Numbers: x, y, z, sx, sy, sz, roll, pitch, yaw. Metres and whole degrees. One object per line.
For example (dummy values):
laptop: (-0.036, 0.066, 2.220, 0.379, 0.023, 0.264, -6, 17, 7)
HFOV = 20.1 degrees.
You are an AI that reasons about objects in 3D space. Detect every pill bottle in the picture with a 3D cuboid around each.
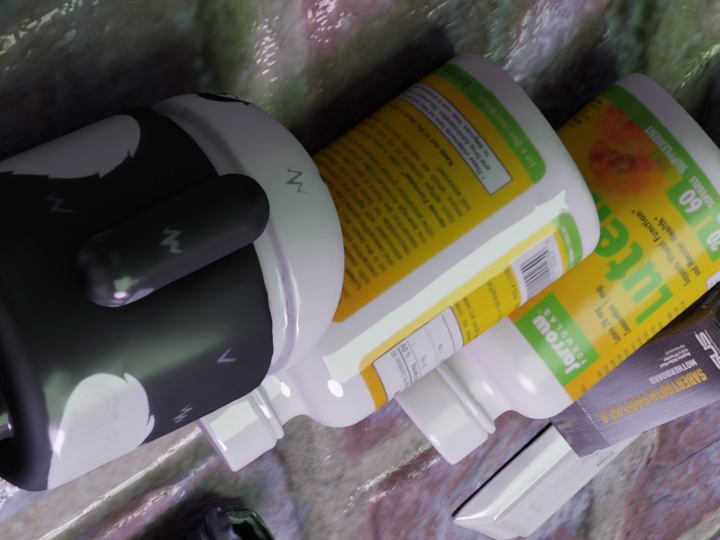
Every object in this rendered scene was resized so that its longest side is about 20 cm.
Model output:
pill bottle: (0.098, 0.004, 1.041, 0.200, 0.111, 0.111, -40, 154, 1)
pill bottle: (0.000, 0.000, 0.925, 0.199, 0.111, 0.111, -35, 154, -8)

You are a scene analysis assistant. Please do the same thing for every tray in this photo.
tray: (0.158, 0.123, 1.431, 0.200, 0.022, 0.107, -43, 155, 8)

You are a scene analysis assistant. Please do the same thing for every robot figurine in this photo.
robot figurine: (-0.102, 0.006, 0.791, 0.199, 0.150, 0.126, -25, 129, -26)

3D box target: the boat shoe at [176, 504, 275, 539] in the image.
boat shoe: (-0.068, 0.200, 1.193, 0.091, 0.071, 0.200, -37, 152, 4)

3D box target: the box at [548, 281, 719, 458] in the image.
box: (0.207, 0.011, 1.153, 0.200, 0.048, 0.158, -44, -173, -38)
